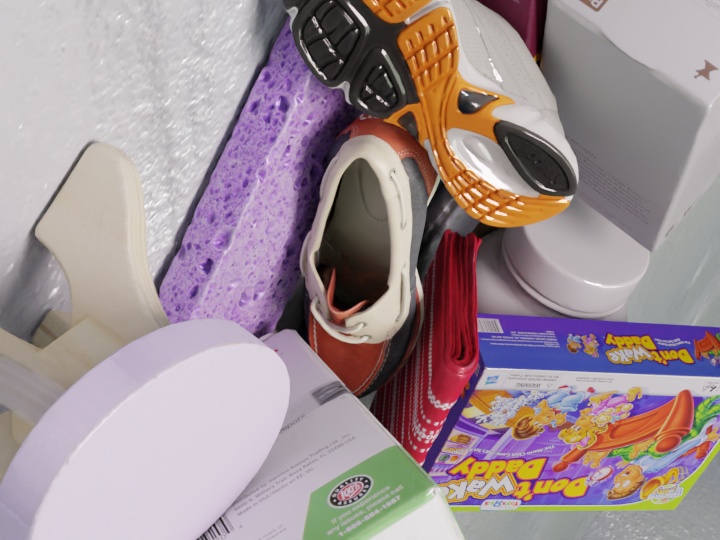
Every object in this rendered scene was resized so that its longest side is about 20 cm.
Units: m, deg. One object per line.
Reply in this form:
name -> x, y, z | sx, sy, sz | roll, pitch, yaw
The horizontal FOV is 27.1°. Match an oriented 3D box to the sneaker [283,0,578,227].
sneaker -> 0.033, -0.111, 0.727 | 0.075, 0.200, 0.092 | -26, -145, 25

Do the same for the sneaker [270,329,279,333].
sneaker -> -0.084, 0.128, 0.920 | 0.084, 0.075, 0.201 | -38, 145, -44

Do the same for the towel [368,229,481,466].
towel -> 0.026, 0.089, 0.872 | 0.145, 0.022, 0.201 | -82, -168, -57

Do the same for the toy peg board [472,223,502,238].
toy peg board -> 0.128, -0.082, 1.075 | 0.199, 0.098, 0.200 | -34, 155, -11

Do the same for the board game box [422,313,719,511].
board game box -> 0.135, 0.092, 0.931 | 0.199, 0.045, 0.135 | 3, 134, -23

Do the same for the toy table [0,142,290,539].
toy table -> -0.119, 0.051, 0.635 | 0.184, 0.117, 0.200 | -53, 162, -7

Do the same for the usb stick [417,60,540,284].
usb stick -> 0.076, -0.062, 0.919 | 0.200, 0.033, 0.055 | -53, 154, 9

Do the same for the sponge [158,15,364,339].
sponge -> -0.043, -0.042, 0.792 | 0.201, 0.030, 0.111 | -62, 161, 19

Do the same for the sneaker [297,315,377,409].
sneaker -> -0.031, 0.108, 0.995 | 0.115, 0.080, 0.200 | -45, 160, -33

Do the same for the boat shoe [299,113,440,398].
boat shoe -> 0.000, 0.000, 0.807 | 0.063, 0.071, 0.201 | -53, 162, -48

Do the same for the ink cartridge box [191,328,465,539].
ink cartridge box -> -0.048, 0.130, 0.758 | 0.146, 0.200, 0.085 | -30, 118, -9

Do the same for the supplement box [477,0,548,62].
supplement box -> 0.086, -0.208, 0.735 | 0.110, 0.086, 0.200 | -47, 159, -20

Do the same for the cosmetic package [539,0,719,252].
cosmetic package -> 0.153, -0.095, 0.810 | 0.074, 0.102, 0.200 | -48, 166, -14

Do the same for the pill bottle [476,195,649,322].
pill bottle -> 0.108, 0.042, 0.994 | 0.120, 0.120, 0.200 | -36, 160, -43
